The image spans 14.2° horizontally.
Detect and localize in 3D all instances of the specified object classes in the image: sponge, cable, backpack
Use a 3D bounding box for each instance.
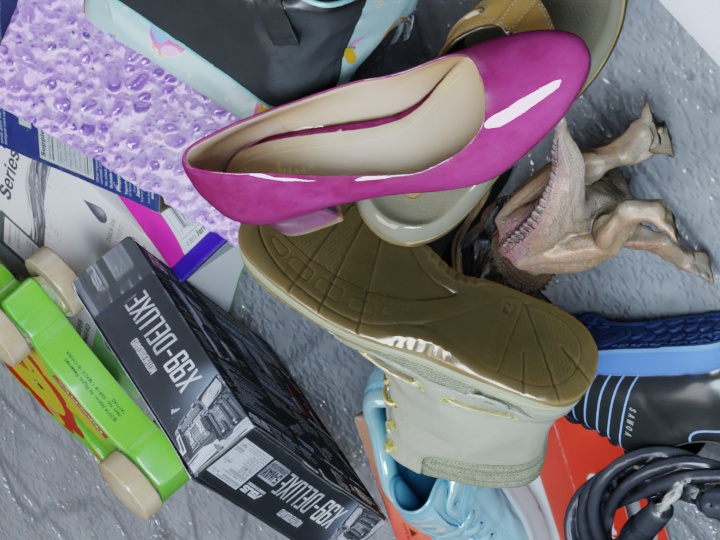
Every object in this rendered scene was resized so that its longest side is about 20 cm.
[{"bbox_3d":[-0.104,-0.095,1.588,0.199,0.030,0.112,30,124,0],"label":"sponge"},{"bbox_3d":[0.197,0.180,1.593,0.162,0.051,0.201,1,136,26],"label":"cable"},{"bbox_3d":[-0.041,-0.183,1.505,0.175,0.200,0.154,31,142,11],"label":"backpack"}]

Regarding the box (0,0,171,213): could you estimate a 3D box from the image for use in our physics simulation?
[{"bbox_3d":[-0.185,-0.121,1.675,0.199,0.032,0.122,22,126,28],"label":"box"}]

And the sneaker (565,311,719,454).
[{"bbox_3d":[0.142,0.070,1.599,0.199,0.070,0.078,-2,111,48],"label":"sneaker"}]

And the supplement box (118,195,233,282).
[{"bbox_3d":[-0.113,-0.114,1.718,0.200,0.103,0.101,53,143,2],"label":"supplement box"}]

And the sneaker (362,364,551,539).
[{"bbox_3d":[0.047,0.133,1.676,0.074,0.082,0.201,-9,118,37],"label":"sneaker"}]

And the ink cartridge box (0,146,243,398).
[{"bbox_3d":[-0.172,-0.041,1.851,0.200,0.084,0.146,41,142,18],"label":"ink cartridge box"}]

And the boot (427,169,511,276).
[{"bbox_3d":[0.000,0.000,1.647,0.077,0.138,0.201,39,141,21],"label":"boot"}]

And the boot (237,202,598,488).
[{"bbox_3d":[0.020,0.042,1.541,0.199,0.072,0.155,25,155,4],"label":"boot"}]

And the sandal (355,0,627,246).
[{"bbox_3d":[0.066,-0.101,1.470,0.080,0.200,0.054,36,176,18],"label":"sandal"}]

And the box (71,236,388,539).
[{"bbox_3d":[-0.077,0.081,1.743,0.158,0.050,0.200,54,-173,30],"label":"box"}]

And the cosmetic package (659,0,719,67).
[{"bbox_3d":[0.183,-0.226,1.288,0.200,0.123,0.200,47,143,9],"label":"cosmetic package"}]

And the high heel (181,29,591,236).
[{"bbox_3d":[0.013,-0.072,1.411,0.199,0.096,0.068,-29,63,20],"label":"high heel"}]

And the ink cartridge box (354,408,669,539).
[{"bbox_3d":[0.098,0.157,1.732,0.199,0.050,0.163,7,122,49],"label":"ink cartridge box"}]

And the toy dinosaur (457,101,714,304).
[{"bbox_3d":[0.102,-0.024,1.510,0.135,0.200,0.086,-16,79,13],"label":"toy dinosaur"}]

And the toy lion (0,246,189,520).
[{"bbox_3d":[-0.189,0.067,1.837,0.200,0.069,0.192,50,166,-4],"label":"toy lion"}]
